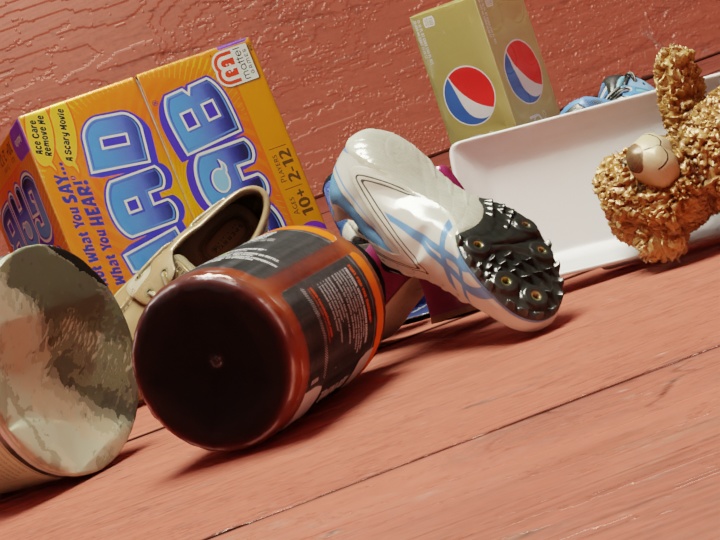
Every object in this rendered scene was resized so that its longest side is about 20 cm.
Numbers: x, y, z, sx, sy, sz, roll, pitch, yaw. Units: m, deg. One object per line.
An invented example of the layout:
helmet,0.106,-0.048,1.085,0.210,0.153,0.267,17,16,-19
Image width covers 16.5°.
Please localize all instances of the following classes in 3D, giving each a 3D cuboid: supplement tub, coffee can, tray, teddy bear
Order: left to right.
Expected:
coffee can,-0.262,0.077,1.572,0.199,0.147,0.146,-15,6,33
supplement tub,-0.049,0.033,1.468,0.107,0.107,0.200,-17,5,23
tray,0.163,-0.055,1.608,0.199,0.108,0.022,-14,-16,12
teddy bear,0.238,-0.087,1.548,0.199,0.146,0.067,-13,-19,8

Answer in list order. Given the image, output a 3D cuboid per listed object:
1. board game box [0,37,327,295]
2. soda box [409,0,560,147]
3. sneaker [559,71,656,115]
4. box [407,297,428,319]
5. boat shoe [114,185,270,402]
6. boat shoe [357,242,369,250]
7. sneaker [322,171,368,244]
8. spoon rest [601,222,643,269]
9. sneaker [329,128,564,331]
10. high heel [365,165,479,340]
board game box,-0.163,-0.039,1.985,0.199,0.201,0.200,-21,-5,-20
soda box,0.108,-0.108,1.851,0.064,0.201,0.068,-15,7,37
sneaker,0.187,-0.100,1.809,0.078,0.090,0.200,-37,-21,20
box,-0.007,0.026,1.823,0.199,0.033,0.121,-15,6,33
boat shoe,-0.136,0.014,1.829,0.200,0.071,0.065,-55,0,-26
boat shoe,-0.053,0.017,1.732,0.199,0.075,0.073,-17,31,17
sneaker,0.054,-0.058,1.916,0.199,0.089,0.079,-1,-44,-43
spoon rest,0.205,-0.053,1.701,0.099,0.061,0.200,-17,6,25
sneaker,0.053,-0.015,1.520,0.072,0.073,0.200,-11,37,-36
high heel,0.000,0.000,1.638,0.067,0.096,0.200,-12,-5,-45
